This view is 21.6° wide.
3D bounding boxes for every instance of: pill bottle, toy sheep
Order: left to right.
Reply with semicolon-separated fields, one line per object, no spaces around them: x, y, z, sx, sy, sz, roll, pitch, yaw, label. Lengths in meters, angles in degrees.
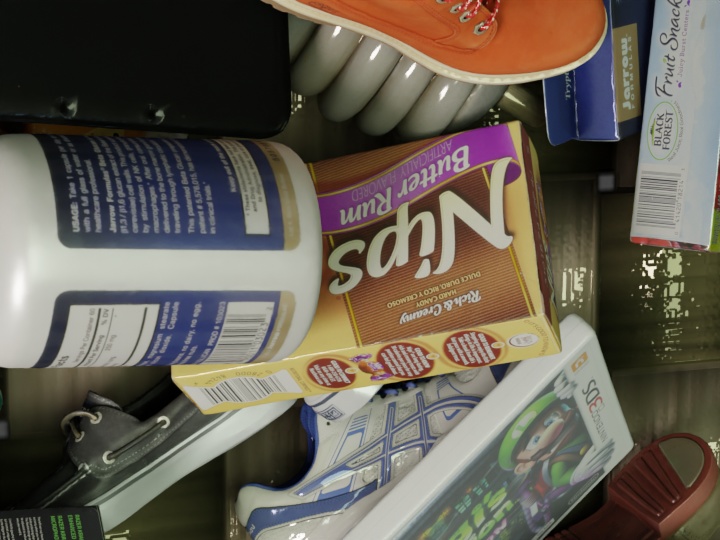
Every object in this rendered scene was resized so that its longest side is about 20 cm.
-0.128;-0.009;0.898;0.200;0.111;0.111;0;99;-25;pill bottle
0.020;-0.136;1.021;0.200;0.138;0.138;31;88;-6;toy sheep

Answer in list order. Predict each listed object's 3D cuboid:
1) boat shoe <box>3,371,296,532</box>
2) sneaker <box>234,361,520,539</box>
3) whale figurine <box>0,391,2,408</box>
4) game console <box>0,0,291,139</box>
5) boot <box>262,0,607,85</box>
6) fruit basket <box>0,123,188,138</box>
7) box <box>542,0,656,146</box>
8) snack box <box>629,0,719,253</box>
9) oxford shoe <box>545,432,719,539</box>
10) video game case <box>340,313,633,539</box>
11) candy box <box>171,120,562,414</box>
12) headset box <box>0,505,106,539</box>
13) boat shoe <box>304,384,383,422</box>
-0.129;0.092;1.042;0.200;0.070;0.066;-31;102;-13;boat shoe
0.014;0.093;1.088;0.088;0.075;0.200;45;76;1;sneaker
-0.252;0.051;0.947;0.159;0.104;0.200;26;110;-24;whale figurine
-0.144;-0.156;0.933;0.200;0.176;0.116;2;115;-33;game console
0.047;-0.137;0.911;0.200;0.107;0.075;10;87;-24;boot
-0.182;-0.068;0.980;0.185;0.094;0.200;18;96;-22;fruit basket
0.159;-0.143;1.063;0.200;0.032;0.121;-22;111;-53;box
0.212;-0.109;1.069;0.142;0.053;0.200;2;94;-60;snack box
0.153;0.192;1.163;0.200;0.070;0.075;-40;129;-1;oxford shoe
0.073;0.134;1.087;0.200;0.023;0.182;-44;151;-8;video game case
0.000;0.000;1.002;0.200;0.056;0.117;-11;62;13;candy box
-0.223;0.211;0.971;0.200;0.093;0.174;-1;137;-21;headset box
0.023;-0.010;1.066;0.065;0.074;0.200;42;68;-15;boat shoe
